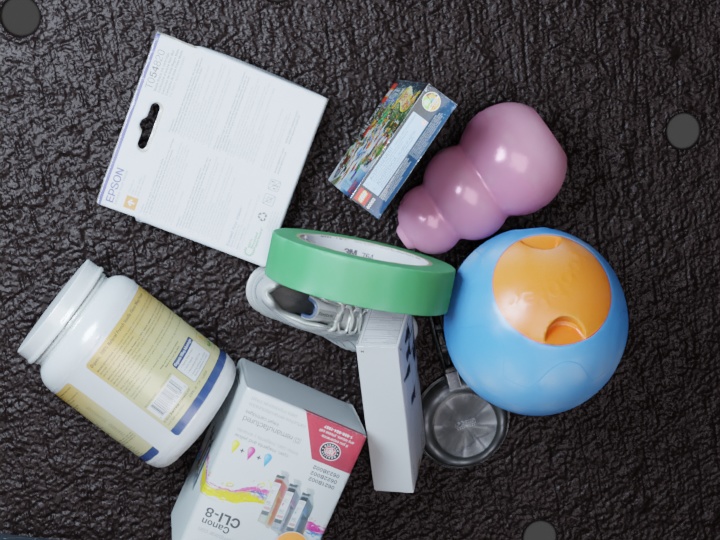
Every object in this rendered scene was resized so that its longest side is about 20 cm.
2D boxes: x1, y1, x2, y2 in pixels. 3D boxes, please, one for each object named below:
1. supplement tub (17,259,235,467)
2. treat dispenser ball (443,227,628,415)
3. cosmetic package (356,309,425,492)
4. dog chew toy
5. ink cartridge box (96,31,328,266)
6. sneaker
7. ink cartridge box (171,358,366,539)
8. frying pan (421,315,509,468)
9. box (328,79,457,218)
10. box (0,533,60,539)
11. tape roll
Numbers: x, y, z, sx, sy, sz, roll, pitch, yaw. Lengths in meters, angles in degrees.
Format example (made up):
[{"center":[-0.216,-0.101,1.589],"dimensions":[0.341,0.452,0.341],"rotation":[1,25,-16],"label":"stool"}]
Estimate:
[{"center":[-0.247,0.097,1.481],"dimensions":[0.199,0.144,0.145],"rotation":[39,92,-12],"label":"supplement tub"},{"center":[0.188,0.055,1.509],"dimensions":[0.198,0.201,0.204],"rotation":[-1,99,-8],"label":"treat dispenser ball"},{"center":[0.036,0.139,1.518],"dimensions":[0.050,0.083,0.202],"rotation":[3,125,15],"label":"cosmetic package"},{"center":[0.126,-0.091,1.523],"dimensions":[0.199,0.125,0.125],"rotation":[-37,102,7],"label":"dog chew toy"},{"center":[-0.160,-0.131,1.512],"dimensions":[0.198,0.041,0.202],"rotation":[21,95,-11],"label":"ink cartridge box"},{"center":[-0.029,0.051,1.535],"dimensions":[0.198,0.087,0.075],"rotation":[14,94,-11],"label":"sneaker"},{"center":[-0.104,0.226,1.521],"dimensions":[0.144,0.145,0.202],"rotation":[23,96,-11],"label":"ink cartridge box"},{"center":[0.123,0.137,1.602],"dimensions":[0.113,0.031,0.192],"rotation":[6,101,-9],"label":"frying pan"},{"center":[0.029,-0.131,1.458],"dimensions":[0.038,0.200,0.137],"rotation":[33,93,-11],"label":"box"},{"center":[-0.345,0.359,1.518],"dimensions":[0.197,0.122,0.107],"rotation":[8,97,-10],"label":"box"},{"center":[0.000,0.000,1.474],"dimensions":[0.198,0.200,0.049],"rotation":[10,97,-9],"label":"tape roll"}]
